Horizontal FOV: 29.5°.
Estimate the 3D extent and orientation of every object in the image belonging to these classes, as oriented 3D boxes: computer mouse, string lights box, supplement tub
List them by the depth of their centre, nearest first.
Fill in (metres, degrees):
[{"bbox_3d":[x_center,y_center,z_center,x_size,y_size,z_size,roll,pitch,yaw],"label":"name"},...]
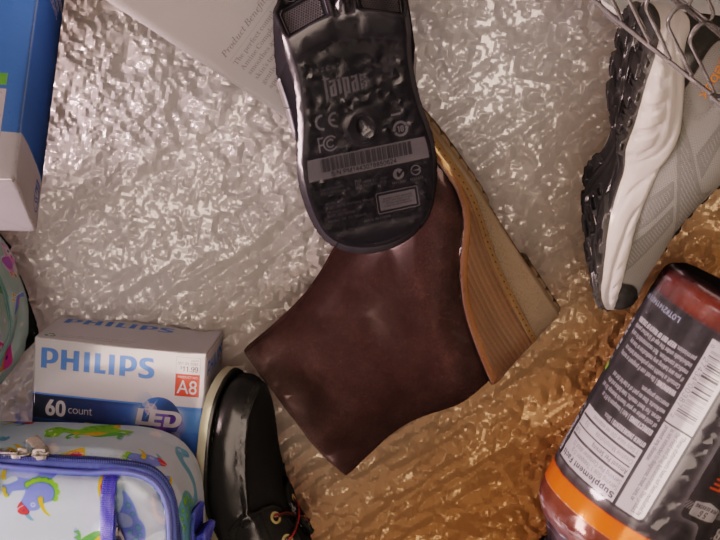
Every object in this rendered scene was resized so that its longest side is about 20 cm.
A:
[{"bbox_3d":[0.019,-0.116,0.692,0.139,0.046,0.202,-17,112,-5],"label":"computer mouse"},{"bbox_3d":[-0.211,-0.125,0.706,0.101,0.059,0.202,2,67,-1],"label":"string lights box"},{"bbox_3d":[0.171,0.105,0.773,0.106,0.107,0.201,27,102,-4],"label":"supplement tub"},{"bbox_3d":[-0.140,0.134,0.810,0.101,0.059,0.202,5,102,3],"label":"string lights box"}]

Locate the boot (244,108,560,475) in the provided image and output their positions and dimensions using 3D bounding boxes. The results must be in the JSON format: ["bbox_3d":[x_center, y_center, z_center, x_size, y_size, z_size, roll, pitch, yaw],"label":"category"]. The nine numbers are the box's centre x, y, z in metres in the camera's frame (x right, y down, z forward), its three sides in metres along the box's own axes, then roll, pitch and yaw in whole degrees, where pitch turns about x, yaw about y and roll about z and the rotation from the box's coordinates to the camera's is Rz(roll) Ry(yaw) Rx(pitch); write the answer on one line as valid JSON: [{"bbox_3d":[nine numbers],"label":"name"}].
[{"bbox_3d":[0.000,0.000,0.772,0.166,0.072,0.201,-34,102,6],"label":"boot"}]

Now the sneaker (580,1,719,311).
[{"bbox_3d":[0.161,-0.049,0.720,0.078,0.075,0.201,2,139,-4],"label":"sneaker"}]

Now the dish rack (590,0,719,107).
[{"bbox_3d":[0.171,-0.151,0.597,0.153,0.200,0.054,-46,135,9],"label":"dish rack"}]

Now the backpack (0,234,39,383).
[{"bbox_3d":[-0.280,0.047,0.757,0.199,0.127,0.168,-26,104,15],"label":"backpack"}]

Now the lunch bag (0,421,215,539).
[{"bbox_3d":[-0.161,0.185,0.750,0.159,0.082,0.202,3,102,6],"label":"lunch bag"}]

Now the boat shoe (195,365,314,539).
[{"bbox_3d":[-0.055,0.152,0.799,0.062,0.074,0.204,4,109,23],"label":"boat shoe"}]

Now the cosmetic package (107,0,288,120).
[{"bbox_3d":[-0.078,-0.166,0.693,0.199,0.074,0.102,32,101,-38],"label":"cosmetic package"}]

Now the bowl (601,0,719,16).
[{"bbox_3d":[0.173,-0.227,0.714,0.199,0.090,0.204,0,102,1],"label":"bowl"}]
